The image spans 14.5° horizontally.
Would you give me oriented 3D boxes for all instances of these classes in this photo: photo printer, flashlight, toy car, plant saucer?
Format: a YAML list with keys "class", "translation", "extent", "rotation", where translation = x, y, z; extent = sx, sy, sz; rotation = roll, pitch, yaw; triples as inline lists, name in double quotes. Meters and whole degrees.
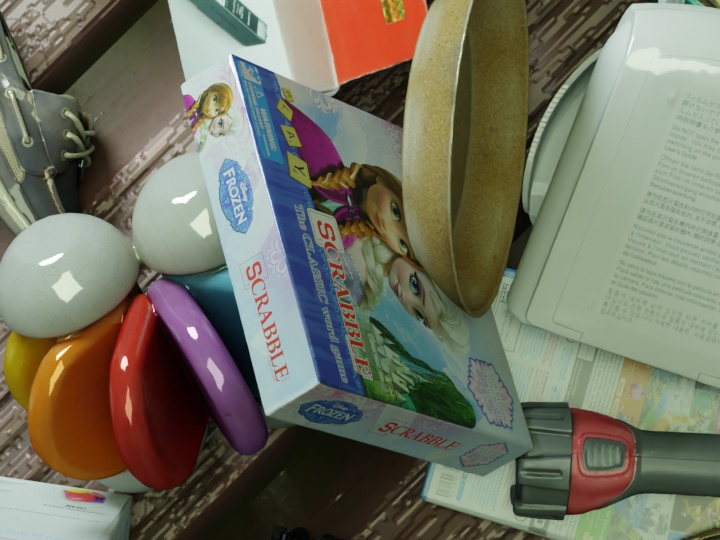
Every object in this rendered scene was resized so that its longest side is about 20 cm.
- class: "photo printer"
  translation: [0.190, -0.044, 1.568]
  extent: [0.166, 0.069, 0.201]
  rotation: [17, 107, -7]
- class: "flashlight"
  translation: [0.185, 0.112, 1.599]
  extent: [0.199, 0.068, 0.068]
  rotation: [3, 125, -2]
- class: "toy car"
  translation: [-0.097, 0.048, 1.561]
  extent: [0.199, 0.150, 0.176]
  rotation: [-24, 125, 0]
- class: "plant saucer"
  translation: [0.056, -0.076, 1.537]
  extent: [0.035, 0.200, 0.201]
  rotation: [5, 87, 14]

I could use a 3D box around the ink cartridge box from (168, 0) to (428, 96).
- class: "ink cartridge box"
  translation: [-0.048, -0.195, 1.598]
  extent: [0.043, 0.173, 0.201]
  rotation: [-9, 85, -41]

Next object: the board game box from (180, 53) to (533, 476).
- class: "board game box"
  translation: [0.000, 0.000, 1.536]
  extent: [0.041, 0.199, 0.201]
  rotation: [-30, 62, 28]

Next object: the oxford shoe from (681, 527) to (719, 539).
- class: "oxford shoe"
  translation: [0.161, 0.214, 1.596]
  extent: [0.200, 0.074, 0.071]
  rotation: [-36, 94, 7]

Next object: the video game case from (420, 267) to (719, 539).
- class: "video game case"
  translation: [0.149, 0.092, 1.640]
  extent: [0.199, 0.018, 0.144]
  rotation: [16, 87, 3]

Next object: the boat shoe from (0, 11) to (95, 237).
- class: "boat shoe"
  translation: [-0.191, -0.076, 1.635]
  extent: [0.073, 0.074, 0.201]
  rotation: [-33, 87, 0]

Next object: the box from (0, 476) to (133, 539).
- class: "box"
  translation: [-0.218, 0.160, 1.558]
  extent: [0.155, 0.200, 0.041]
  rotation: [8, 105, 2]

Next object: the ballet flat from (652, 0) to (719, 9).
- class: "ballet flat"
  translation: [0.254, -0.120, 1.628]
  extent: [0.071, 0.071, 0.200]
  rotation: [-45, 86, -1]

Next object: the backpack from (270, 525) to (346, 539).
- class: "backpack"
  translation: [-0.040, 0.239, 1.548]
  extent: [0.134, 0.200, 0.183]
  rotation: [36, 88, 4]

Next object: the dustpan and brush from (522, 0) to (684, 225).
- class: "dustpan and brush"
  translation: [0.170, -0.110, 1.603]
  extent: [0.139, 0.057, 0.201]
  rotation: [8, 102, 5]
